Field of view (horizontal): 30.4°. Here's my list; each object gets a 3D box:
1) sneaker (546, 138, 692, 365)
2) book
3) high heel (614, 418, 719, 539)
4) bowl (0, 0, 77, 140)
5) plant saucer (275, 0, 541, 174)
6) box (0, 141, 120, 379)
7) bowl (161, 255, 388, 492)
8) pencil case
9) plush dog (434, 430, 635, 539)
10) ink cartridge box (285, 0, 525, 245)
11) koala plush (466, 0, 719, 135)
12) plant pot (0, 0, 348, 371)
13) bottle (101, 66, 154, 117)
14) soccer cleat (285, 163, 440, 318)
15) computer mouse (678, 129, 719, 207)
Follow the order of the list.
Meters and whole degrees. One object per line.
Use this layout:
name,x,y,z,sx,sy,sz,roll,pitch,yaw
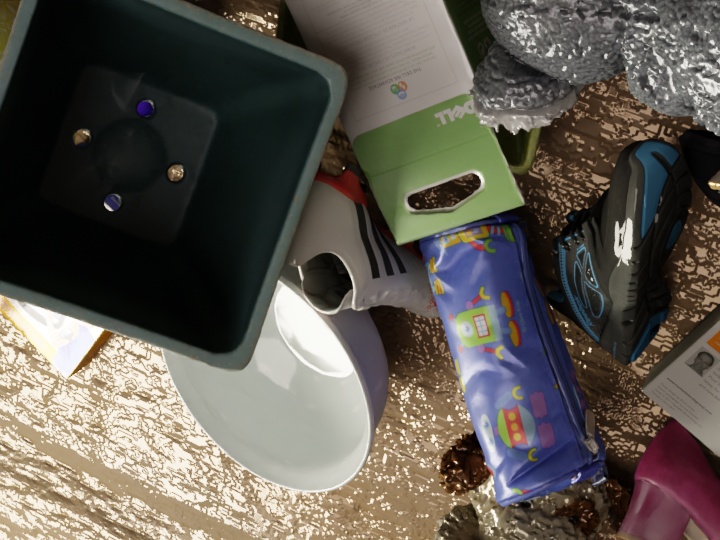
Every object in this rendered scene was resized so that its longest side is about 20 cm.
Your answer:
sneaker,0.158,-0.014,0.850,0.082,0.073,0.201,31,150,23
book,0.298,0.057,0.861,0.133,0.048,0.200,41,126,2
high heel,0.278,0.192,0.940,0.199,0.096,0.067,29,165,-3
bowl,-0.259,-0.149,0.985,0.107,0.200,0.202,-16,106,7
plant saucer,0.046,-0.188,0.875,0.198,0.048,0.202,19,120,19
box,-0.235,-0.012,1.108,0.119,0.041,0.200,44,127,3
bowl,-0.051,0.060,1.005,0.200,0.090,0.203,20,128,28
pencil case,0.104,0.058,0.896,0.086,0.078,0.202,-23,82,41
plush dog,0.122,0.199,0.983,0.198,0.161,0.173,19,109,-13
ink cartridge box,0.034,-0.128,0.844,0.103,0.059,0.201,-17,104,33
koala plush,0.156,-0.153,0.740,0.198,0.184,0.179,9,116,15
plant pot,-0.145,-0.072,0.865,0.194,0.200,0.198,20,93,-14
bottle,-0.183,-0.199,0.966,0.065,0.084,0.202,-7,109,23
soccer cleat,0.000,0.000,0.917,0.068,0.086,0.200,13,161,32
computer mouse,0.235,-0.041,0.750,0.200,0.139,0.046,28,114,53
